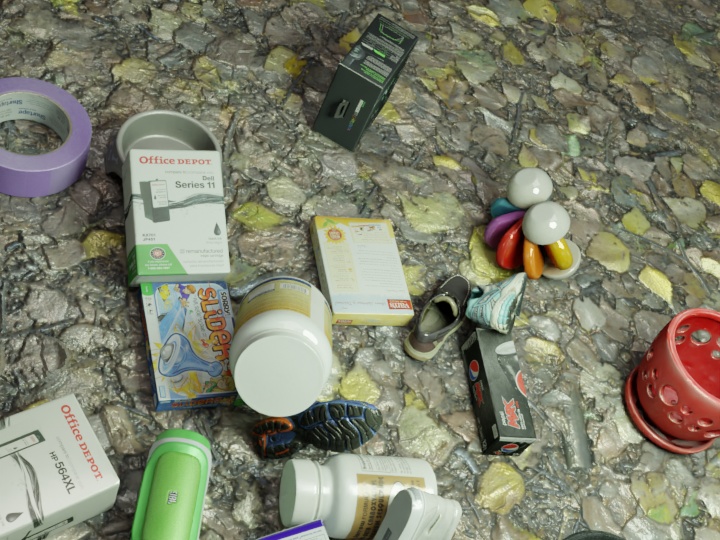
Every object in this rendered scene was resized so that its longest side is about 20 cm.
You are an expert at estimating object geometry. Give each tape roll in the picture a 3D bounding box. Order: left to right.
[{"bbox_3d":[-0.533,-0.214,1.542,0.199,0.066,0.201,12,50,-15],"label":"tape roll"}]

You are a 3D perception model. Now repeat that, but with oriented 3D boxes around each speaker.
[{"bbox_3d":[-0.246,0.310,1.252,0.088,0.089,0.201,14,50,-13],"label":"speaker"}]

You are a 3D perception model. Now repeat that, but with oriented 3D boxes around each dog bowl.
[{"bbox_3d":[-0.322,-0.186,1.616,0.199,0.059,0.201,12,50,-15],"label":"dog bowl"}]

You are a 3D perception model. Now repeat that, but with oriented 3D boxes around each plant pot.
[{"bbox_3d":[0.554,0.190,1.620,0.199,0.183,0.201,12,52,-15],"label":"plant pot"}]

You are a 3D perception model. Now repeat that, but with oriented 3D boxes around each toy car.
[{"bbox_3d":[0.299,-0.070,1.745,0.149,0.175,0.201,-23,50,8],"label":"toy car"}]

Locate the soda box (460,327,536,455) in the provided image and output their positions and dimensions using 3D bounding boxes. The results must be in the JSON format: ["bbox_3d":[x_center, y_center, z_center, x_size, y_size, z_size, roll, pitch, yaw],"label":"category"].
[{"bbox_3d":[0.220,0.193,1.555,0.070,0.063,0.201,5,53,-19],"label":"soda box"}]

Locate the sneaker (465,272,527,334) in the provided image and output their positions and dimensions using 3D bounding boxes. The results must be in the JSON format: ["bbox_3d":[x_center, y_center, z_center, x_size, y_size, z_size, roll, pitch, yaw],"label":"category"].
[{"bbox_3d":[0.229,0.043,1.640,0.086,0.078,0.200,12,16,15],"label":"sneaker"}]

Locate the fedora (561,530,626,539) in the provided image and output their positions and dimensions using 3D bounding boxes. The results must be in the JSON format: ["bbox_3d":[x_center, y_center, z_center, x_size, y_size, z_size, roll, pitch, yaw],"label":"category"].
[{"bbox_3d":[0.332,0.468,1.372,0.200,0.092,0.201,12,51,-15],"label":"fedora"}]

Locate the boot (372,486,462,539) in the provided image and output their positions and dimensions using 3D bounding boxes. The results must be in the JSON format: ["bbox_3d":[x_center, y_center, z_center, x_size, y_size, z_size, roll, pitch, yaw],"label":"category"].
[{"bbox_3d":[0.060,0.380,1.278,0.095,0.201,0.074,20,19,-28],"label":"boot"}]

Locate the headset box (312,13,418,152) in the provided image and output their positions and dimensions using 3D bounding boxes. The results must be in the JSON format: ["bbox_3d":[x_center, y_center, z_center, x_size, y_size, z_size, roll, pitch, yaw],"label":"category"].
[{"bbox_3d":[0.006,-0.343,1.801,0.093,0.174,0.200,30,50,0],"label":"headset box"}]

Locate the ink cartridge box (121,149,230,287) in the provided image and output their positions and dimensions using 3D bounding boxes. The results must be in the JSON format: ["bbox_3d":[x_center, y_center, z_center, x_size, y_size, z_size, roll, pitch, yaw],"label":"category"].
[{"bbox_3d":[-0.286,-0.081,1.493,0.146,0.083,0.201,-2,76,-23],"label":"ink cartridge box"}]

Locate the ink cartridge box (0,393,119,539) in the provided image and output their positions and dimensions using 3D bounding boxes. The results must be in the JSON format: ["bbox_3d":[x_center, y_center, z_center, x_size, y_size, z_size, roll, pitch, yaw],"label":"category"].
[{"bbox_3d":[-0.424,0.261,1.212,0.199,0.084,0.146,-21,65,-33],"label":"ink cartridge box"}]

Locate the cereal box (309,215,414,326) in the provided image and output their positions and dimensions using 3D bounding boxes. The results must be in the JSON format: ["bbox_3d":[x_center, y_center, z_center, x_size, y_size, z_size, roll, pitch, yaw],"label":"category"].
[{"bbox_3d":[0.000,0.000,1.624,0.143,0.040,0.201,3,54,-21],"label":"cereal box"}]

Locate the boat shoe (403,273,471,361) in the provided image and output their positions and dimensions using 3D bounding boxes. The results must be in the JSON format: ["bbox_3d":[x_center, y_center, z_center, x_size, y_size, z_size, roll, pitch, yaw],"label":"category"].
[{"bbox_3d":[0.139,0.068,1.614,0.072,0.065,0.200,35,48,8],"label":"boat shoe"}]

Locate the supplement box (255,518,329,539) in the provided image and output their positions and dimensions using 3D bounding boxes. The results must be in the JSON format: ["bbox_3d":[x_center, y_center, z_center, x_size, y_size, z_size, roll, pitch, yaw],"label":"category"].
[{"bbox_3d":[-0.069,0.435,1.220,0.103,0.101,0.201,-11,59,-29],"label":"supplement box"}]

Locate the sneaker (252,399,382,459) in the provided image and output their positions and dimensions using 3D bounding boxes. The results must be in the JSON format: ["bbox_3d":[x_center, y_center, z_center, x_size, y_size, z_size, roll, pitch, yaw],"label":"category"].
[{"bbox_3d":[-0.057,0.209,1.359,0.078,0.199,0.076,-40,116,-59],"label":"sneaker"}]

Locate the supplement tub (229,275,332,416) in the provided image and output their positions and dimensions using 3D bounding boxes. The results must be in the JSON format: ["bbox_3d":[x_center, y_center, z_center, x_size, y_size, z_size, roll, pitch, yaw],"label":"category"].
[{"bbox_3d":[-0.111,0.106,1.380,0.144,0.145,0.200,19,19,-9],"label":"supplement tub"}]

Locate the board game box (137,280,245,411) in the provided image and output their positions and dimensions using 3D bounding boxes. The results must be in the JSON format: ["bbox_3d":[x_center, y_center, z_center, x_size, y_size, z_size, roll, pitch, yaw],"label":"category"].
[{"bbox_3d":[-0.249,0.108,1.437,0.135,0.035,0.201,-2,55,-24],"label":"board game box"}]

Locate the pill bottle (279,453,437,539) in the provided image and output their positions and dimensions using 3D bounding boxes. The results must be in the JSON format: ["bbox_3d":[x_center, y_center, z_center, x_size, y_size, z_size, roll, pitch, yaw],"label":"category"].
[{"bbox_3d":[-0.005,0.311,1.334,0.199,0.115,0.115,7,52,-18],"label":"pill bottle"}]
